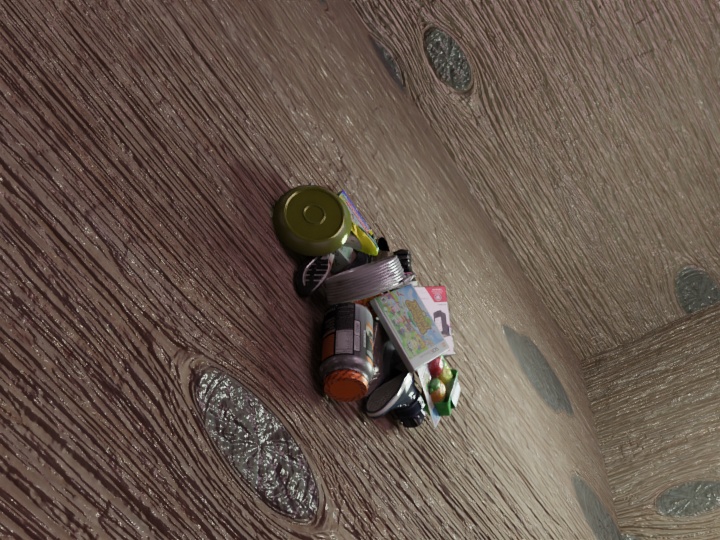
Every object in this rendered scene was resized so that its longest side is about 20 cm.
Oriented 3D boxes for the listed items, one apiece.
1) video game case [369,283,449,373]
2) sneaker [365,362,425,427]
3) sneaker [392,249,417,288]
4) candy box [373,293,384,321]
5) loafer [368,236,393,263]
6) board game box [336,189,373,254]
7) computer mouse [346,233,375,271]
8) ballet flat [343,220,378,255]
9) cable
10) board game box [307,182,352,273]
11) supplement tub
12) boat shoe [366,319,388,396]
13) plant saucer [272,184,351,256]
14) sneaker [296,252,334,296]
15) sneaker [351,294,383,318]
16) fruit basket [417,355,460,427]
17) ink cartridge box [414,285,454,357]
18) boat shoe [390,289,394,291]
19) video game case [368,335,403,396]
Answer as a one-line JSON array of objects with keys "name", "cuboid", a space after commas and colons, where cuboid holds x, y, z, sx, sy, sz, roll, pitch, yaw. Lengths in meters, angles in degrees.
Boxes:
[{"name": "video game case", "cuboid": [0.128, 0.140, 1.528, 0.181, 0.022, 0.202, -17, 73, -51]}, {"name": "sneaker", "cuboid": [0.091, 0.338, 1.464, 0.202, 0.076, 0.148, -36, 116, -51]}, {"name": "sneaker", "cuboid": [0.119, -0.007, 1.720, 0.200, 0.070, 0.101, -100, -175, -82]}, {"name": "candy box", "cuboid": [0.057, 0.158, 1.631, 0.136, 0.061, 0.202, 29, 41, -47]}, {"name": "loafer", "cuboid": [0.055, -0.026, 1.719, 0.074, 0.070, 0.201, 13, 38, -19]}, {"name": "board game box", "cuboid": [-0.021, -0.134, 1.827, 0.201, 0.029, 0.135, 54, 26, -16]}, {"name": "computer mouse", "cuboid": [0.000, 0.000, 1.626, 0.052, 0.140, 0.201, 23, 36, 5]}, {"name": "ballet flat", "cuboid": [-0.037, -0.104, 1.569, 0.067, 0.067, 0.201, -40, 92, -27]}, {"name": "cable", "cuboid": [0.009, 0.024, 1.449, 0.199, 0.199, 0.070, -21, 95, -43]}, {"name": "board game box", "cuboid": [-0.100, -0.115, 1.613, 0.200, 0.064, 0.148, 48, 28, -24]}, {"name": "supplement tub", "cuboid": [-0.031, 0.182, 1.355, 0.122, 0.122, 0.202, 42, 34, -35]}, {"name": "boat shoe", "cuboid": [0.012, 0.215, 1.472, 0.076, 0.071, 0.202, 50, 46, -39]}, {"name": "plant saucer", "cuboid": [-0.116, -0.132, 1.479, 0.197, 0.031, 0.203, 5, 64, -10]}, {"name": "sneaker", "cuboid": [-0.101, -0.002, 1.481, 0.201, 0.073, 0.081, -69, 161, -45]}, {"name": "sneaker", "cuboid": [0.005, 0.093, 1.521, 0.199, 0.076, 0.074, -2, 74, -57]}, {"name": "fruit basket", "cuboid": [0.203, 0.277, 1.592, 0.186, 0.092, 0.202, -57, 140, -53]}, {"name": "ink cartridge box", "cuboid": [0.179, 0.153, 1.723, 0.144, 0.083, 0.203, -2, 77, -27]}, {"name": "boat shoe", "cuboid": [0.151, 0.123, 1.804, 0.076, 0.071, 0.202, 43, 25, -74]}, {"name": "video game case", "cuboid": [0.090, 0.246, 1.545, 0.142, 0.019, 0.203, 36, 62, -44]}]
